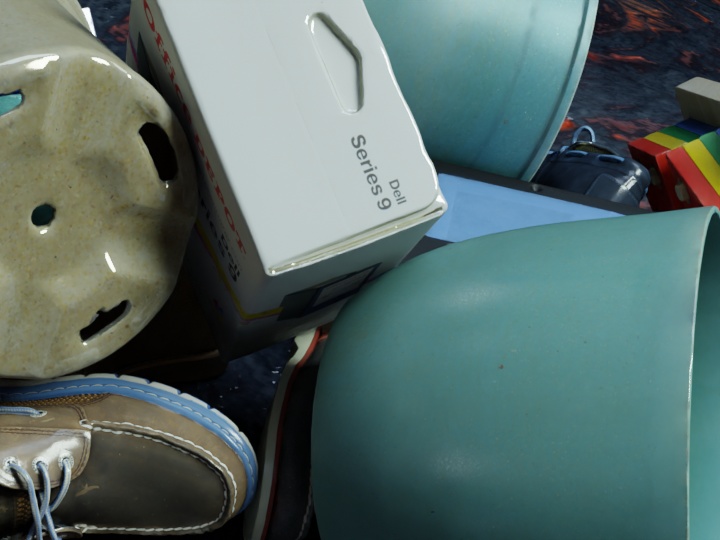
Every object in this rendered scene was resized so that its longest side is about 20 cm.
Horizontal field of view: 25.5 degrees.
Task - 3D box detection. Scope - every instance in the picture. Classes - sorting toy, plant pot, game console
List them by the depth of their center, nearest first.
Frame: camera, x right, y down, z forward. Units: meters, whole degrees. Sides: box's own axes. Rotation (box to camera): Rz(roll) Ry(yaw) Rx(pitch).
[{"bbox_3d":[0.072,0.074,0.682,0.159,0.203,0.201,0,16,18],"label":"plant pot"},{"bbox_3d":[-0.167,-0.044,0.685,0.199,0.202,0.183,0,18,-34],"label":"plant pot"},{"bbox_3d":[0.090,0.000,0.885,0.198,0.031,0.177,13,29,3],"label":"game console"},{"bbox_3d":[0.022,-0.158,0.993,0.186,0.202,0.200,15,20,-16],"label":"plant pot"},{"bbox_3d":[0.248,-0.010,1.021,0.069,0.201,0.199,-23,13,-1],"label":"sorting toy"}]

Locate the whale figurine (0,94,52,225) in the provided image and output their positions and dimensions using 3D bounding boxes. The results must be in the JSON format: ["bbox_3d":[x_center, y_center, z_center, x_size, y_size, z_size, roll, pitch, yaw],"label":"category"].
[{"bbox_3d":[-0.221,-0.057,0.911,0.199,0.105,0.158,21,21,35],"label":"whale figurine"}]

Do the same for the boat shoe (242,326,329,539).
[{"bbox_3d":[-0.015,0.078,0.775,0.062,0.072,0.200,18,17,0],"label":"boat shoe"}]

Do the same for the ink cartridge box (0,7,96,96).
[{"bbox_3d":[-0.263,-0.112,0.953,0.199,0.045,0.094,-17,5,-29],"label":"ink cartridge box"}]

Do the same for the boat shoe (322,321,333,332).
[{"bbox_3d":[0.000,0.000,0.976,0.068,0.075,0.201,42,22,-22],"label":"boat shoe"}]

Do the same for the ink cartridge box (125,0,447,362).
[{"bbox_3d":[-0.043,-0.054,0.719,0.087,0.146,0.200,-21,-8,-16],"label":"ink cartridge box"}]

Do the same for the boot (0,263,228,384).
[{"bbox_3d":[-0.141,0.023,0.813,0.073,0.076,0.199,33,29,32],"label":"boot"}]

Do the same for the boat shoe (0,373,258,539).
[{"bbox_3d":[-0.144,0.087,0.672,0.198,0.073,0.073,7,25,5],"label":"boat shoe"}]

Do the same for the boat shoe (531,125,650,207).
[{"bbox_3d":[0.158,-0.050,1.077,0.084,0.069,0.200,43,3,-15],"label":"boat shoe"}]
